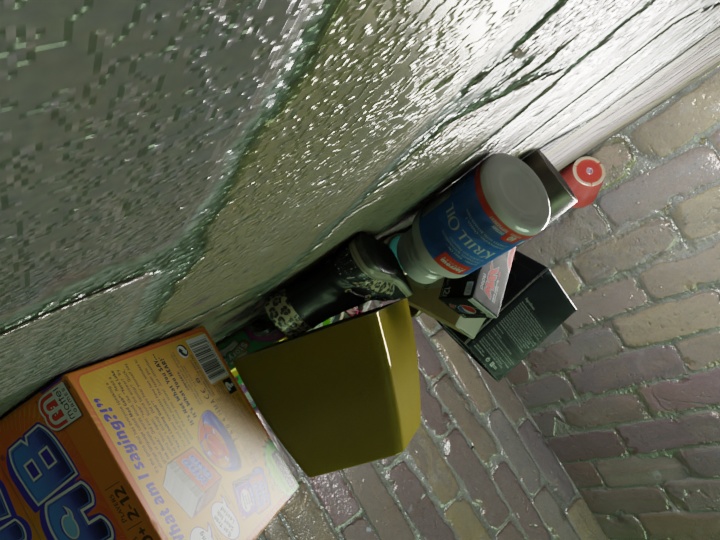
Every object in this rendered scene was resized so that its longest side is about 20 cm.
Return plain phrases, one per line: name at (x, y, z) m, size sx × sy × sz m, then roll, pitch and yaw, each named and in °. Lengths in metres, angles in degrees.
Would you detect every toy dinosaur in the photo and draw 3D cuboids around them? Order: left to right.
toy dinosaur at (-0.081, 0.046, 0.866) m, size 0.200 × 0.048 × 0.088 m, roll -39°, pitch 166°, yaw 33°

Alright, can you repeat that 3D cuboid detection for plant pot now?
plant pot at (-0.019, 0.159, 0.807) m, size 0.199 × 0.177 × 0.200 m, roll -19°, pitch 177°, yaw 16°
plant pot at (0.974, -0.399, 2.627) m, size 0.200 × 0.201 × 0.177 m, roll -31°, pitch 165°, yaw -10°

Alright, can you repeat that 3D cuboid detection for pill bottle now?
pill bottle at (0.138, -0.056, 0.786) m, size 0.112 × 0.112 × 0.200 m, roll -29°, pitch 174°, yaw -41°

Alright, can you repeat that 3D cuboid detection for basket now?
basket at (0.262, -0.105, 1.049) m, size 0.200 × 0.136 × 0.180 m, roll -38°, pitch -174°, yaw 25°

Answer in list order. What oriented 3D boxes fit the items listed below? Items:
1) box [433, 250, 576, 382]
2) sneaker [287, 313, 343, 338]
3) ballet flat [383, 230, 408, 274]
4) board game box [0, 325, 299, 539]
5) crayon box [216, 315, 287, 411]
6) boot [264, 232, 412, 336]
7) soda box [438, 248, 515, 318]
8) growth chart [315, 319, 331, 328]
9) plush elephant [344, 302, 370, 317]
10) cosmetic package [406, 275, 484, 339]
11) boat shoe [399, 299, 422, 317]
box at (0.253, 0.066, 1.126) m, size 0.197 × 0.124 × 0.200 m, roll -43°, pitch -154°, yaw 1°
sneaker at (-0.116, 0.119, 1.110) m, size 0.200 × 0.079 × 0.079 m, roll -30°, pitch 160°, yaw 19°
ballet flat at (0.069, -0.028, 0.964) m, size 0.069 × 0.070 × 0.200 m, roll -34°, pitch 175°, yaw 32°
board game box at (-0.219, 0.202, 0.559) m, size 0.200 × 0.200 × 0.200 m, roll -33°, pitch 176°, yaw 17°
crayon box at (-0.203, 0.180, 0.975) m, size 0.200 × 0.058 × 0.173 m, roll -31°, pitch 148°, yaw -16°
boot at (-0.022, 0.027, 0.778) m, size 0.153 × 0.074 × 0.204 m, roll -31°, pitch 162°, yaw 11°
soda box at (0.184, -0.032, 0.885) m, size 0.063 × 0.071 × 0.201 m, roll -5°, pitch -121°, yaw 49°
growth chart at (-0.098, 0.156, 0.997) m, size 0.200 × 0.018 × 0.145 m, roll -59°, pitch 161°, yaw -25°
plush elephant at (-0.022, 0.112, 1.291) m, size 0.164 × 0.155 × 0.200 m, roll -32°, pitch 176°, yaw 7°
cosmetic package at (0.135, 0.028, 1.054) m, size 0.071 × 0.200 × 0.105 m, roll 34°, pitch 84°, yaw -45°
boat shoe at (0.141, 0.004, 1.164) m, size 0.072 × 0.201 × 0.072 m, roll 12°, pitch 168°, yaw 43°
